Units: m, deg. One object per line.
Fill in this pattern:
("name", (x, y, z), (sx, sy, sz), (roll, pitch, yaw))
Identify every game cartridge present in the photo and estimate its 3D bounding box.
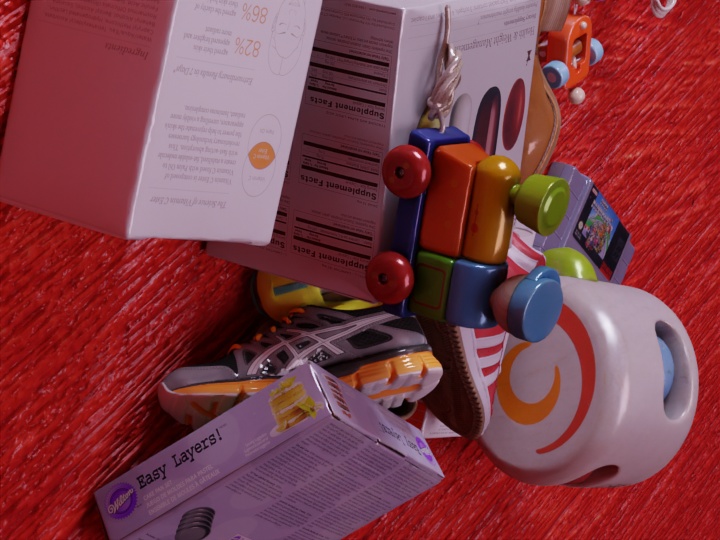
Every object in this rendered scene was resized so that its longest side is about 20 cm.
("game cartridge", (0.201, -0.008, 1.853), (0.130, 0.038, 0.200), (-62, 149, -9))

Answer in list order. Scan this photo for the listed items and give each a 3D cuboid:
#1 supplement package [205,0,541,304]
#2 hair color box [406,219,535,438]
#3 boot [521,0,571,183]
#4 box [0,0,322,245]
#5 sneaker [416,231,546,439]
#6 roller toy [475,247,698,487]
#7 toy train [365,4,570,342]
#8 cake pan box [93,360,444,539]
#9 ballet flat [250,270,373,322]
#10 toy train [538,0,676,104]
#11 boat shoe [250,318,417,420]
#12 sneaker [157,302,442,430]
("supplement package", (0.011, -0.107, 1.366), (0.191, 0.147, 0.200), (-22, 123, -53))
("hair color box", (0.077, 0.034, 1.635), (0.111, 0.064, 0.200), (6, 101, -58))
("boot", (0.099, -0.150, 1.568), (0.155, 0.077, 0.200), (-10, 120, -52))
("box", (-0.116, -0.124, 1.185), (0.152, 0.106, 0.200), (2, 103, -60))
("sneaker", (0.093, 0.039, 1.528), (0.112, 0.071, 0.200), (-48, 148, -27))
("roller toy", (0.194, 0.101, 1.724), (0.140, 0.182, 0.200), (8, 118, -44))
("toy train", (0.082, -0.058, 1.246), (0.085, 0.116, 0.200), (-10, 114, -54))
("cake pan box", (-0.058, 0.152, 1.378), (0.184, 0.052, 0.200), (-31, 151, 14))
("ballet flat", (0.000, 0.000, 1.471), (0.200, 0.067, 0.067), (-16, 87, -54))
("toy train", (0.206, -0.244, 1.721), (0.200, 0.056, 0.150), (-39, 137, -40))
("boat shoe", (-0.019, 0.079, 1.494), (0.200, 0.064, 0.071), (17, 90, -60))
("sneaker", (-0.046, 0.065, 1.385), (0.200, 0.077, 0.078), (-8, 156, -17))
